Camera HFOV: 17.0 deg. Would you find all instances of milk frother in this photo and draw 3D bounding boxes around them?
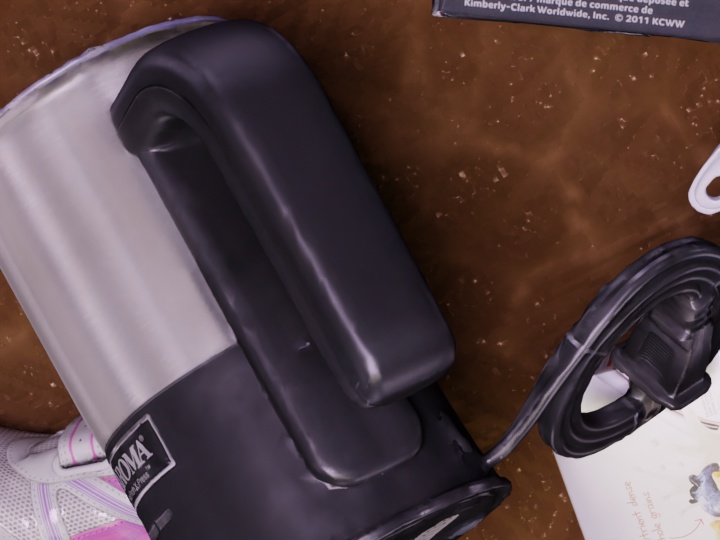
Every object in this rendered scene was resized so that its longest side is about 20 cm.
[{"bbox_3d":[0.000,0.000,0.819,0.180,0.200,0.188,-42,73,43],"label":"milk frother"}]

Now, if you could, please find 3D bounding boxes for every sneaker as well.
[{"bbox_3d":[-0.072,0.075,0.904,0.200,0.081,0.088,10,111,-3],"label":"sneaker"}]

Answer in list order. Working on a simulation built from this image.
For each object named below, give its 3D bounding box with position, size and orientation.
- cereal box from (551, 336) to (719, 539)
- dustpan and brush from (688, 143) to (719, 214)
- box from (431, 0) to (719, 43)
[{"bbox_3d":[0.179,0.077,0.871,0.200,0.040,0.144,-18,101,16],"label":"cereal box"},{"bbox_3d":[0.183,-0.093,0.792,0.140,0.057,0.200,43,113,-11],"label":"dustpan and brush"},{"bbox_3d":[0.085,-0.183,0.733,0.106,0.122,0.200,7,114,6],"label":"box"}]
